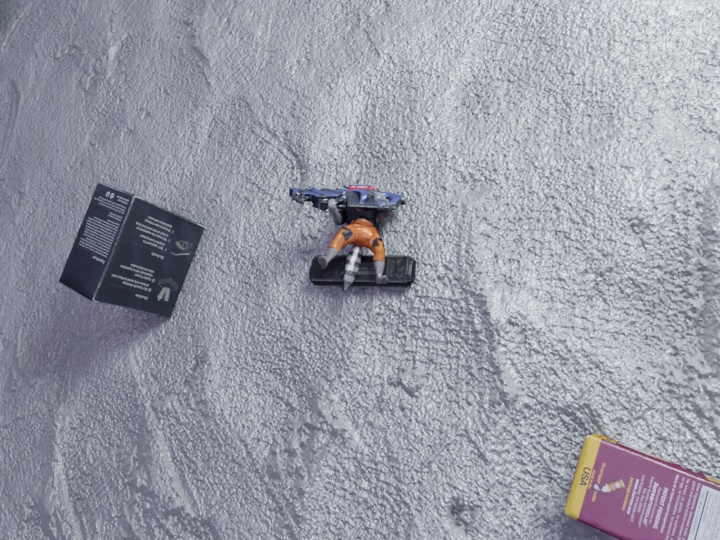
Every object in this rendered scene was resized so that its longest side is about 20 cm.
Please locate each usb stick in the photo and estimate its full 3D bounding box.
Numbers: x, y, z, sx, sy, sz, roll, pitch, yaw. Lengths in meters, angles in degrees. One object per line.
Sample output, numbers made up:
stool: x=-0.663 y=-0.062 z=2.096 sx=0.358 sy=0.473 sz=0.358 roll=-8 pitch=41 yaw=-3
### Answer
usb stick: x=0.000 y=0.000 z=1.064 sx=0.196 sy=0.033 sz=0.057 roll=0 pitch=69 yaw=26

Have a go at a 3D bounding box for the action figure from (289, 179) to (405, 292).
action figure: x=-0.028 y=-0.074 z=1.042 sx=0.195 sy=0.106 sz=0.196 roll=9 pitch=53 yaw=1

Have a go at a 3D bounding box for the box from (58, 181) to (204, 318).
box: x=-0.433 y=-0.034 z=1.190 sx=0.116 sy=0.196 sz=0.204 roll=19 pitch=86 yaw=29

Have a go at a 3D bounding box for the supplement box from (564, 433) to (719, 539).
supplement box: x=0.366 y=0.285 z=0.758 sx=0.197 sy=0.131 sz=0.105 roll=17 pitch=85 yaw=27
